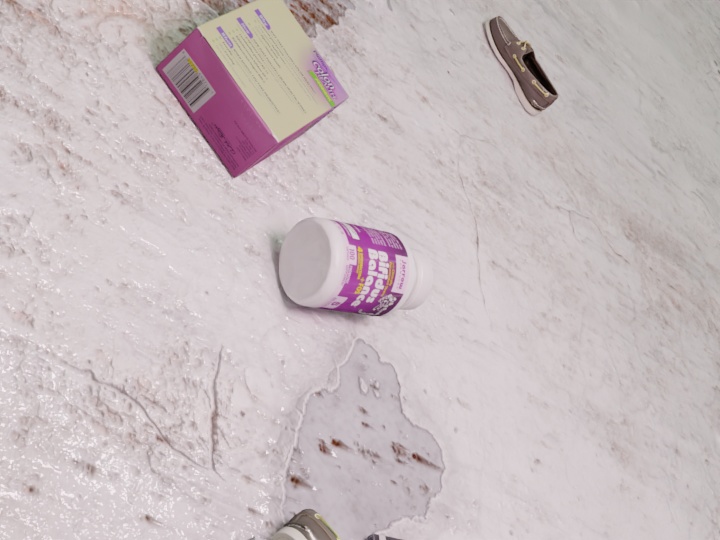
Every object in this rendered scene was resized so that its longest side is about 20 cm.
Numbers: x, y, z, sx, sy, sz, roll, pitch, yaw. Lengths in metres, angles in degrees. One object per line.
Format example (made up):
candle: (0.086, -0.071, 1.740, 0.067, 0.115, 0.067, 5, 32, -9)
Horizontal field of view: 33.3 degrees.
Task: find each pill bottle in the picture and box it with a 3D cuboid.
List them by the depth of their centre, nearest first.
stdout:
pill bottle: (0.000, 0.000, 1.556, 0.199, 0.112, 0.113, 9, 57, -44)

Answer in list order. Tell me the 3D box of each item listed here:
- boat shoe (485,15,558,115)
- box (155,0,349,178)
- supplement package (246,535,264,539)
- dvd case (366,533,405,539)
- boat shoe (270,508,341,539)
boat shoe: (0.298, -0.388, 2.225, 0.072, 0.059, 0.202, -14, 75, -52)
box: (-0.139, -0.248, 1.590, 0.177, 0.096, 0.200, 54, 37, -5)
supplement package: (-0.094, 0.387, 1.133, 0.151, 0.150, 0.202, 29, 45, -32)
dvd case: (0.089, 0.404, 1.445, 0.199, 0.016, 0.150, 22, 50, -40)
boat shoe: (-0.016, 0.352, 1.316, 0.202, 0.072, 0.060, 52, 41, -1)
